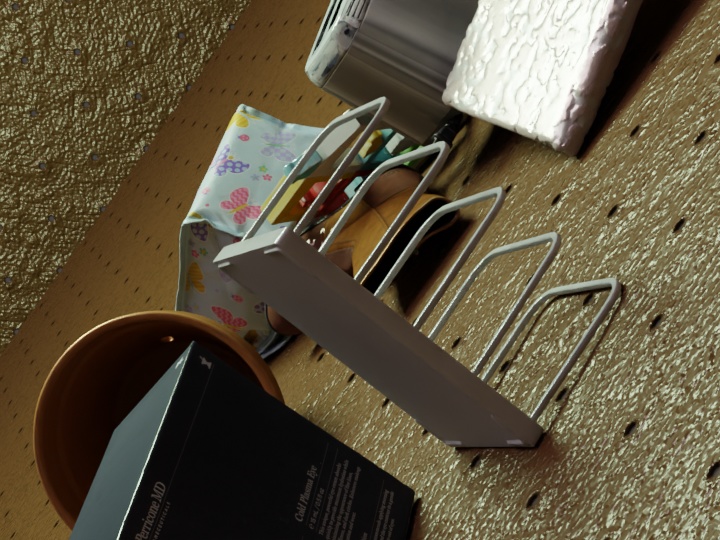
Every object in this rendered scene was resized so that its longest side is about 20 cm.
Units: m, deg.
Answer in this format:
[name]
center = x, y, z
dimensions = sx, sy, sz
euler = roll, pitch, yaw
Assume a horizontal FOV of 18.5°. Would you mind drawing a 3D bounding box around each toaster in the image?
[toaster]
center = 0.039, -0.195, 1.816
dimensions = 0.114, 0.129, 0.200
euler = -51, 16, 57

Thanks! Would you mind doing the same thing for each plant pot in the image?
[plant pot]
center = -0.146, 0.127, 1.760
dimensions = 0.200, 0.200, 0.140
euler = -52, -4, 8

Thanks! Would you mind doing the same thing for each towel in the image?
[towel]
center = 0.148, -0.197, 1.664
dimensions = 0.191, 0.032, 0.201
euler = 28, 97, 60

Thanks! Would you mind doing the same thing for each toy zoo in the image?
[toy zoo]
center = -0.004, -0.094, 1.896
dimensions = 0.131, 0.020, 0.200
euler = -46, -20, 32

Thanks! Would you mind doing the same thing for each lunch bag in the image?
[lunch bag]
center = -0.094, -0.020, 2.039
dimensions = 0.200, 0.127, 0.170
euler = 103, -173, -46

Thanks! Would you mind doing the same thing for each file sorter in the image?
[file sorter]
center = 0.037, 0.002, 1.368
dimensions = 0.125, 0.200, 0.139
euler = -56, 13, -15

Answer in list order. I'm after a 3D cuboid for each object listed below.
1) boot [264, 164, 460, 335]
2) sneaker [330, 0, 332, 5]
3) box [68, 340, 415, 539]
[boot]
center = 0.000, 0.000, 1.822
dimensions = 0.188, 0.069, 0.200
euler = -41, 16, 2
[sneaker]
center = 0.009, -0.201, 1.985
dimensions = 0.074, 0.201, 0.088
euler = -20, 25, -11
[box]
center = -0.079, 0.178, 1.367
dimensions = 0.104, 0.182, 0.200
euler = -46, 15, 32
